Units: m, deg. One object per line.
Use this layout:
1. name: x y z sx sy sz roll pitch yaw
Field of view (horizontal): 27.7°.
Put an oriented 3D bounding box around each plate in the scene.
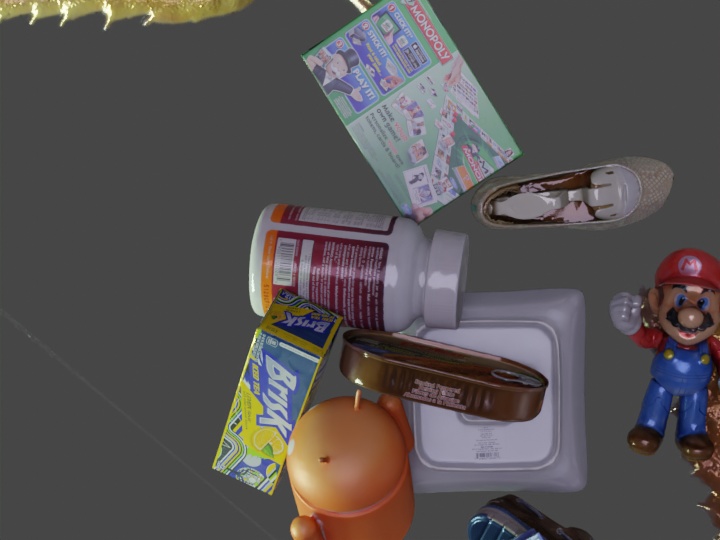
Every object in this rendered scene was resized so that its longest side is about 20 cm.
1. plate: 0.123 0.121 1.435 0.196 0.032 0.203 -1 94 5

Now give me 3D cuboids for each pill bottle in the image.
1. pill bottle: 0.000 0.000 1.393 0.197 0.110 0.111 7 95 9

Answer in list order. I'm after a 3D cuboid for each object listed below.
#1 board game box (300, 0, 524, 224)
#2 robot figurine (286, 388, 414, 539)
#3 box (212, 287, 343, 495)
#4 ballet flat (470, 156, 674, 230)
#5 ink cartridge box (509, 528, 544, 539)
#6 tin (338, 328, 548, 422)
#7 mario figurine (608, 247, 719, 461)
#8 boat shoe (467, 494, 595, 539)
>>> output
1. board game box: 0.051 -0.161 1.421 0.134 0.029 0.201 -32 91 7
2. robot figurine: -0.008 0.194 1.374 0.142 0.201 0.118 -19 54 -7
3. box: -0.080 0.118 1.390 0.069 0.065 0.202 23 129 4
4. ballet flat: 0.204 -0.066 1.397 0.197 0.062 0.069 -9 97 6
5. ink cartridge box: 0.143 0.325 1.387 0.200 0.042 0.120 -40 79 45
6. tin: 0.076 0.097 1.368 0.197 0.112 0.042 13 105 6
7. mario figurine: 0.301 0.080 1.374 0.122 0.106 0.203 -3 104 -29
8. boat shoe: 0.200 0.283 1.403 0.199 0.072 0.073 40 133 15
